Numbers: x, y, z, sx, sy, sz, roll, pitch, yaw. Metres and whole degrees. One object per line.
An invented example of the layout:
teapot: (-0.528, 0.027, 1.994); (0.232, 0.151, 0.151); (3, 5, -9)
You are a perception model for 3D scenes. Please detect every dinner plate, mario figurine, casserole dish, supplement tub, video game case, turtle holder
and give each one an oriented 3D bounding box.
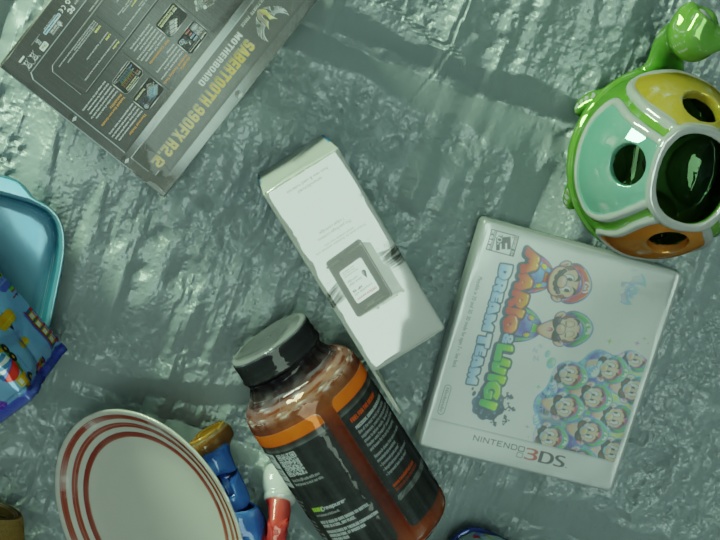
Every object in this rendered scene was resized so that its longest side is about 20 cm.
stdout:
dinner plate: (-0.166, 0.202, 0.964); (0.198, 0.024, 0.202); (12, 114, 29)
mario figurine: (-0.102, 0.231, 1.011); (0.123, 0.106, 0.201); (-26, 94, 36)
casserole dish: (-0.301, 0.020, 0.950); (0.120, 0.039, 0.202); (14, 99, -9)
supplement tub: (-0.021, 0.135, 0.971); (0.106, 0.107, 0.201); (-31, 103, 1)
video game case: (0.159, 0.073, 1.021); (0.180, 0.024, 0.202); (14, 99, -10)
turtle holder: (0.247, -0.096, 0.942); (0.140, 0.132, 0.186); (36, 96, -11)

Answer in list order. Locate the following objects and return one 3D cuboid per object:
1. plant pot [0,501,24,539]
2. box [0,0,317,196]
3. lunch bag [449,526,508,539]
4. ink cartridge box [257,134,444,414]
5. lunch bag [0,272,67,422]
plant pot: (-0.336, 0.279, 0.939); (0.185, 0.186, 0.202); (17, 87, -10)
box: (-0.150, -0.184, 0.921); (0.158, 0.048, 0.201); (38, 95, -13)
lunch bag: (0.104, 0.333, 1.038); (0.160, 0.082, 0.201); (28, 97, -12)
ink cartridge box: (0.000, 0.000, 0.942); (0.066, 0.116, 0.201); (-31, 104, -1)
lunch bag: (-0.351, 0.074, 0.903); (0.199, 0.094, 0.151); (-35, 104, 14)
